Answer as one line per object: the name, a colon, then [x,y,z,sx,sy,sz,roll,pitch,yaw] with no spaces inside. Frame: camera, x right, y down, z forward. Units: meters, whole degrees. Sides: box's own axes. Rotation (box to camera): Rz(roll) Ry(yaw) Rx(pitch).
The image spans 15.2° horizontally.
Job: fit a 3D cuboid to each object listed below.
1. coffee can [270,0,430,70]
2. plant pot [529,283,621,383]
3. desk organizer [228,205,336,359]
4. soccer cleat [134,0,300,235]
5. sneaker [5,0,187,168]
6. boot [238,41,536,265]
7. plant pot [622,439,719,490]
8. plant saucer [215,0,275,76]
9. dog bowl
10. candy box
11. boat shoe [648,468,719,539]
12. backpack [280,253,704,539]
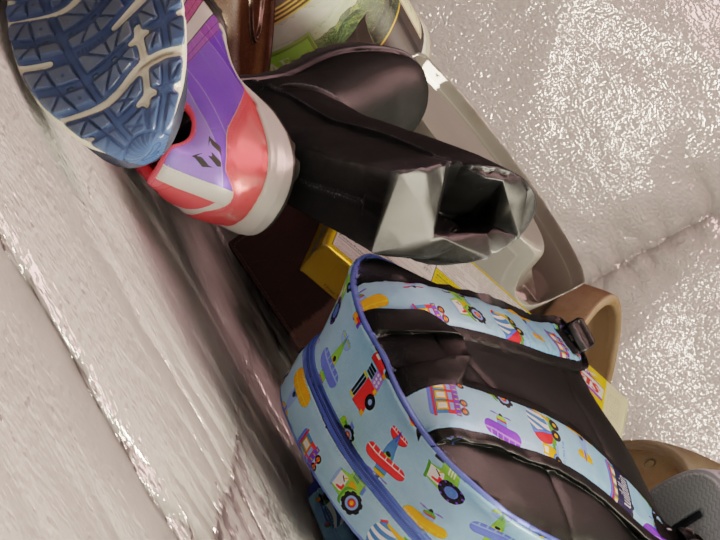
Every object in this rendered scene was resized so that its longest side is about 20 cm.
coffee can: [-0.061,-0.185,1.654,0.200,0.146,0.147,57,6,-39]
plant pot: [0.080,0.094,1.632,0.092,0.202,0.201,20,-8,17]
desk organizer: [0.000,0.000,1.530,0.077,0.072,0.200,56,12,10]
soccer cleat: [-0.098,-0.092,1.292,0.073,0.068,0.200,16,28,-38]
sneaker: [-0.116,-0.119,1.172,0.201,0.077,0.085,65,2,32]
boot: [0.017,-0.059,1.320,0.199,0.164,0.066,19,-61,52]
plant pot: [0.164,0.177,1.550,0.201,0.199,0.135,-112,179,-54]
plant saucer: [-0.070,-0.150,1.454,0.200,0.034,0.202,4,90,-84]
dog bowl: [0.045,-0.053,1.547,0.200,0.059,0.200,49,12,-15]
candy box: [0.057,0.035,1.405,0.200,0.026,0.102,41,24,-10]
boat shoe: [0.123,0.162,1.333,0.062,0.199,0.072,21,47,-44]
backpack: [0.041,0.093,1.245,0.200,0.134,0.183,27,29,-48]
